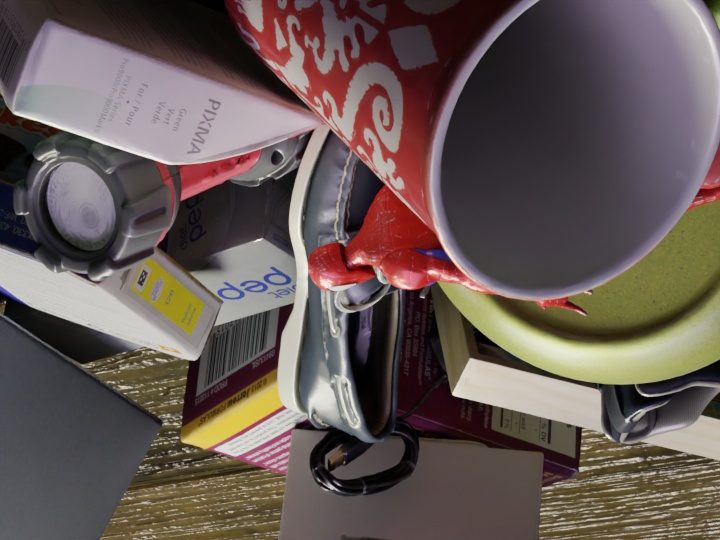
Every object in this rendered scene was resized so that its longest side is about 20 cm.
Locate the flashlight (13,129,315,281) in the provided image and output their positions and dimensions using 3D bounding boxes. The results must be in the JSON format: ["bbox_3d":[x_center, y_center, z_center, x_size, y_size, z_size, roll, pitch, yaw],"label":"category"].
[{"bbox_3d":[-0.078,-0.052,1.097,0.068,0.200,0.068,37,120,16],"label":"flashlight"}]

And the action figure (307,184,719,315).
[{"bbox_3d":[0.075,-0.019,1.014,0.199,0.066,0.052,-10,138,5],"label":"action figure"}]

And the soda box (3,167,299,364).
[{"bbox_3d":[-0.103,-0.008,1.301,0.199,0.064,0.068,-16,146,36],"label":"soda box"}]

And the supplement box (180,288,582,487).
[{"bbox_3d":[0.015,0.064,1.377,0.199,0.104,0.131,21,149,-27],"label":"supplement box"}]

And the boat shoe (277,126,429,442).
[{"bbox_3d":[0.000,0.000,1.194,0.062,0.075,0.201,26,124,27],"label":"boat shoe"}]

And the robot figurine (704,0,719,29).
[{"bbox_3d":[0.198,-0.136,0.934,0.199,0.116,0.176,10,126,-8],"label":"robot figurine"}]

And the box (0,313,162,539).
[{"bbox_3d":[-0.257,0.070,1.333,0.198,0.124,0.200,20,167,38],"label":"box"}]

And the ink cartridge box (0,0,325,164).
[{"bbox_3d":[-0.073,-0.084,1.060,0.199,0.050,0.161,21,-166,-25],"label":"ink cartridge box"}]

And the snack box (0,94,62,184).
[{"bbox_3d":[-0.194,-0.089,1.185,0.199,0.037,0.116,18,152,-22],"label":"snack box"}]

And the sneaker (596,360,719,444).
[{"bbox_3d":[0.107,0.007,1.204,0.201,0.147,0.077,10,155,-6],"label":"sneaker"}]

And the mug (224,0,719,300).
[{"bbox_3d":[0.045,-0.080,0.957,0.178,0.133,0.200,47,176,-41],"label":"mug"}]

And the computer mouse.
[{"bbox_3d":[0.044,0.060,1.295,0.059,0.200,0.034,52,142,-5],"label":"computer mouse"}]

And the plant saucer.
[{"bbox_3d":[0.108,-0.042,1.072,0.199,0.201,0.031,-6,-169,22],"label":"plant saucer"}]

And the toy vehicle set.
[{"bbox_3d":[0.137,0.041,1.289,0.199,0.125,0.027,14,123,-17],"label":"toy vehicle set"}]

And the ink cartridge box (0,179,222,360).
[{"bbox_3d":[-0.189,-0.023,1.177,0.197,0.047,0.200,19,168,18],"label":"ink cartridge box"}]

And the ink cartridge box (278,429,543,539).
[{"bbox_3d":[0.023,0.211,1.328,0.145,0.201,0.147,5,154,4],"label":"ink cartridge box"}]
